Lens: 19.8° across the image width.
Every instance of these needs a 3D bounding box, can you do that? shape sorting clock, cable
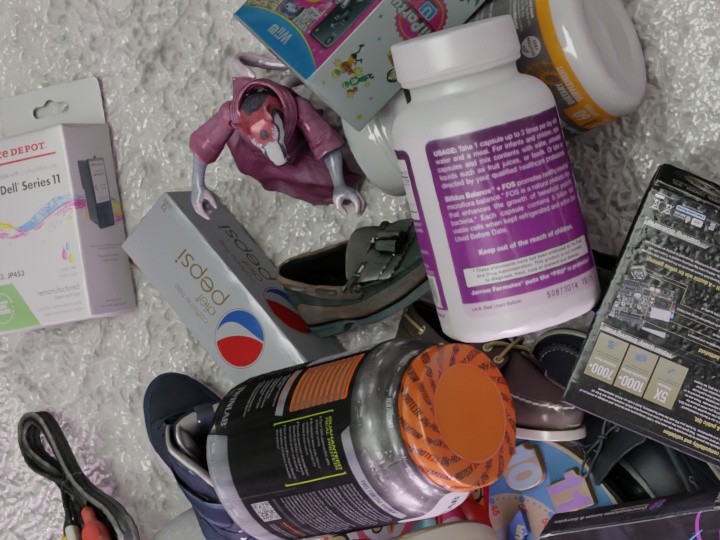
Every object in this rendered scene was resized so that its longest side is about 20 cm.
[{"bbox_3d":[0.114,0.217,1.516,0.200,0.039,0.200,2,93,30],"label":"shape sorting clock"},{"bbox_3d":[-0.238,0.187,1.682,0.200,0.050,0.097,58,138,26],"label":"cable"}]

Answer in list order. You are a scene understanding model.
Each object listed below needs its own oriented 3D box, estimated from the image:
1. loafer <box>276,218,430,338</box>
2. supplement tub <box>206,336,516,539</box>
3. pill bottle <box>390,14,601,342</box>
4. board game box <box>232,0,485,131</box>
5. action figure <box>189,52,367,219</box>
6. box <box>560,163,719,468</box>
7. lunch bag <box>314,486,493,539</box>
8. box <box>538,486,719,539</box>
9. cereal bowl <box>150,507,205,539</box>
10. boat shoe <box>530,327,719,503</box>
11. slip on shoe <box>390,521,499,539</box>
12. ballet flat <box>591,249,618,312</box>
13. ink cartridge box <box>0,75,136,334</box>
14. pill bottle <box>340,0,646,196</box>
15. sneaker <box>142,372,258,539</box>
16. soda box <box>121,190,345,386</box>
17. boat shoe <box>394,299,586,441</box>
[{"bbox_3d":[0.000,0.000,1.506,0.063,0.072,0.200,43,149,-13],"label":"loafer"},{"bbox_3d":[0.001,0.115,1.403,0.200,0.122,0.123,-16,85,43],"label":"supplement tub"},{"bbox_3d":[0.084,-0.062,1.359,0.112,0.112,0.200,-10,99,30],"label":"pill bottle"},{"bbox_3d":[0.020,-0.213,1.462,0.200,0.064,0.148,-48,35,3],"label":"board game box"},{"bbox_3d":[-0.053,-0.106,1.508,0.134,0.200,0.149,4,82,7],"label":"action figure"},{"bbox_3d":[0.257,0.044,1.364,0.200,0.086,0.164,22,104,7],"label":"box"},{"bbox_3d":[0.027,0.199,1.508,0.176,0.082,0.200,-3,85,38],"label":"lunch bag"},{"bbox_3d":[0.224,0.247,1.415,0.143,0.036,0.200,-13,111,30],"label":"box"},{"bbox_3d":[-0.108,0.280,1.624,0.200,0.083,0.200,1,92,30],"label":"cereal bowl"},{"bbox_3d":[0.187,0.120,1.452,0.200,0.062,0.075,51,125,18],"label":"boat shoe"},{"bbox_3d":[0.007,0.212,1.434,0.200,0.076,0.061,-32,41,26],"label":"slip on shoe"},{"bbox_3d":[0.134,-0.021,1.451,0.200,0.066,0.057,28,109,-3],"label":"ballet flat"},{"bbox_3d":[-0.262,-0.054,1.701,0.117,0.067,0.200,-10,88,30],"label":"ink cartridge box"},{"bbox_3d":[0.092,-0.131,1.464,0.200,0.116,0.117,-23,81,29],"label":"pill bottle"},{"bbox_3d":[-0.120,0.122,1.567,0.077,0.146,0.202,-25,52,-11],"label":"sneaker"},{"bbox_3d":[-0.094,0.029,1.608,0.200,0.068,0.064,49,113,19],"label":"soda box"},{"bbox_3d":[0.090,0.071,1.477,0.200,0.072,0.060,23,108,53],"label":"boat shoe"}]
